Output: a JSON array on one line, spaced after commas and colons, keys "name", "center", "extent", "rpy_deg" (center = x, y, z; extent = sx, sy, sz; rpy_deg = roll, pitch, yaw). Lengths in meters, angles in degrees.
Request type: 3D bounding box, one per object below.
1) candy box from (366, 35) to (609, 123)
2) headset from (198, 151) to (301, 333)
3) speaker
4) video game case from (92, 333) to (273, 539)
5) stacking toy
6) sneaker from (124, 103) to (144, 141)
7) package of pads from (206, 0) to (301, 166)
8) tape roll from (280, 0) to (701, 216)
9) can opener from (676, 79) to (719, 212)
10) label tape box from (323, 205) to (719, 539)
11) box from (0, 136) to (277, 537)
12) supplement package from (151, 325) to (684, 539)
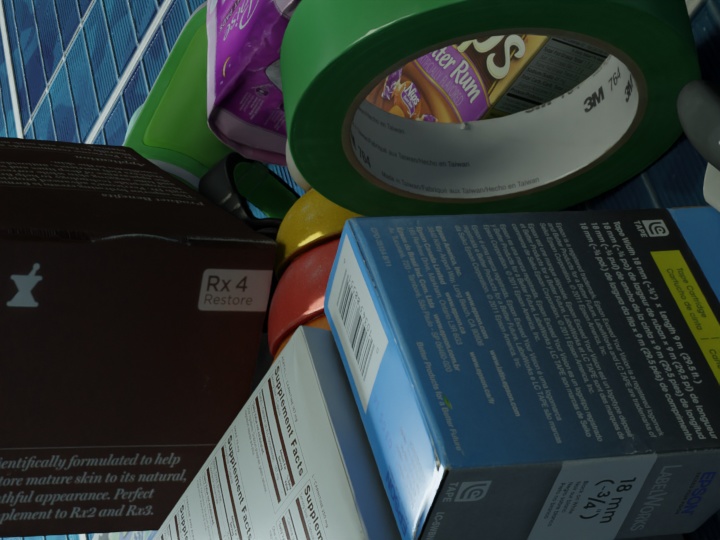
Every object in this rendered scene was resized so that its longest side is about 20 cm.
[{"name": "candy box", "center": [0.073, -0.119, 1.000], "extent": [0.200, 0.056, 0.117], "rpy_deg": [-50, 39, 37]}, {"name": "headset", "center": [-0.021, 0.004, 1.070], "extent": [0.094, 0.123, 0.201], "rpy_deg": [-39, 59, 16]}, {"name": "speaker", "center": [-0.102, -0.096, 1.191], "extent": [0.088, 0.088, 0.201], "rpy_deg": [-40, 22, 46]}, {"name": "video game case", "center": [-0.125, 0.148, 1.107], "extent": [0.200, 0.022, 0.183], "rpy_deg": [-40, 26, 53]}, {"name": "stacking toy", "center": [0.000, 0.000, 0.964], "extent": [0.146, 0.145, 0.202], "rpy_deg": [-35, 61, 49]}, {"name": "sneaker", "center": [-0.126, -0.045, 1.284], "extent": [0.140, 0.077, 0.202], "rpy_deg": [-19, 64, 56]}, {"name": "package of pads", "center": [-0.043, -0.173, 1.126], "extent": [0.121, 0.075, 0.201], "rpy_deg": [-51, 28, 36]}, {"name": "tape roll", "center": [0.061, -0.090, 0.866], "extent": [0.200, 0.199, 0.049], "rpy_deg": [-41, 47, 45]}, {"name": "can opener", "center": [0.198, -0.015, 0.752], "extent": [0.200, 0.066, 0.053], "rpy_deg": [47, 119, 49]}, {"name": "label tape box", "center": [0.099, 0.043, 0.782], "extent": [0.064, 0.198, 0.145], "rpy_deg": [107, 154, -42]}, {"name": "box", "center": [-0.172, 0.029, 0.997], "extent": [0.200, 0.165, 0.166], "rpy_deg": [33, 115, 54]}, {"name": "supplement package", "center": [0.020, 0.156, 0.860], "extent": [0.200, 0.190, 0.148], "rpy_deg": [-54, 39, 34]}]
